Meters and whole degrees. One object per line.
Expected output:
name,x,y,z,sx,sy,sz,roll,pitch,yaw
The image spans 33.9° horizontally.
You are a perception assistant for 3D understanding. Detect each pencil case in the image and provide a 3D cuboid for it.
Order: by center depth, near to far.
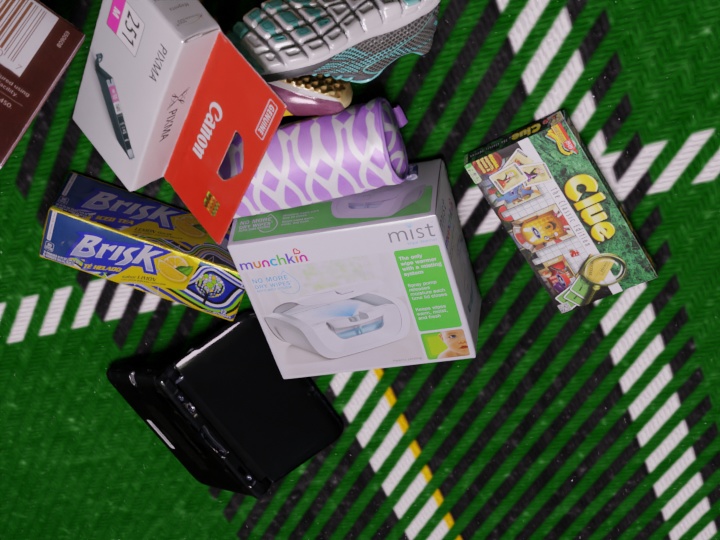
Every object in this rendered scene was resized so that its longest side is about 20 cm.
pencil case,-0.054,-0.103,1.064,0.200,0.086,0.084,-10,132,14

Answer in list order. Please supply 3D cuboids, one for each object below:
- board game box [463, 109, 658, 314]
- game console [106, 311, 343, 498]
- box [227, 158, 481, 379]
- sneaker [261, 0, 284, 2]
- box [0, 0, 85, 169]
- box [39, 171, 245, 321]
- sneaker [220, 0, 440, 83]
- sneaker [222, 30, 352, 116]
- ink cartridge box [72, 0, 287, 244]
board game box,0.191,-0.050,1.111,0.105,0.023,0.200,-25,120,22
game console,-0.151,0.146,1.313,0.176,0.116,0.200,1,134,46
box,0.000,0.000,1.131,0.200,0.097,0.177,-7,128,14
sneaker,-0.076,-0.272,0.941,0.078,0.077,0.200,-14,126,16
box,-0.368,-0.147,0.991,0.166,0.164,0.200,34,142,-19
box,-0.204,-0.024,1.155,0.200,0.070,0.064,19,127,-7
sneaker,-0.016,-0.183,0.967,0.200,0.078,0.091,-21,145,-12
sneaker,-0.106,-0.156,1.041,0.200,0.075,0.090,15,128,7
ink cartridge box,-0.156,-0.130,0.969,0.174,0.044,0.200,51,143,14
